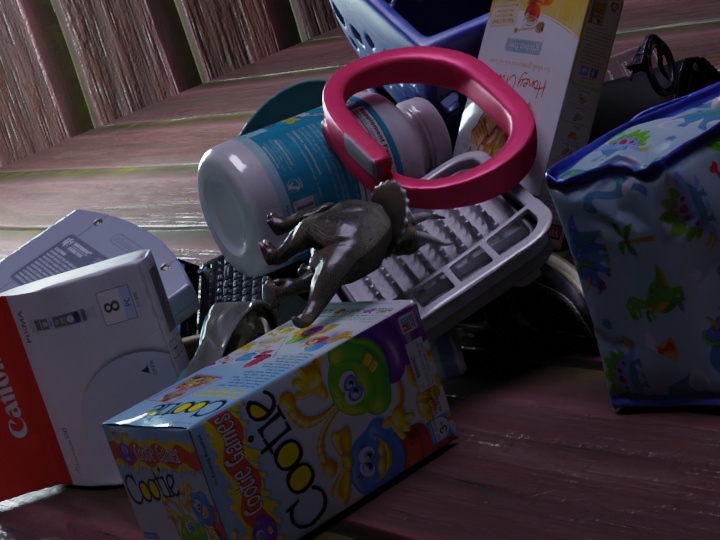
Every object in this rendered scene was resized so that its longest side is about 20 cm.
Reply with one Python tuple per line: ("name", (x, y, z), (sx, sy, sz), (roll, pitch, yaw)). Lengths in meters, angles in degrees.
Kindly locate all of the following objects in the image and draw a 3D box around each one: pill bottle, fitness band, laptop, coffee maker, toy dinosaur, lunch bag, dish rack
("pill bottle", (-0.025, -0.078, 1.548), (0.199, 0.112, 0.111), (-22, 14, -26))
("fitness band", (0.052, -0.112, 1.466), (0.143, 0.038, 0.200), (-18, 38, -17))
("laptop", (-0.138, 0.011, 1.609), (0.199, 0.103, 0.178), (-25, 37, 18))
("coffee maker", (0.203, -0.106, 1.568), (0.199, 0.193, 0.135), (-10, 32, 38))
("toy dinosaur", (-0.014, -0.019, 1.322), (0.102, 0.077, 0.200), (-24, 4, 19))
("lunch bag", (0.231, -0.025, 1.250), (0.127, 0.171, 0.199), (-3, 21, 47))
("dish rack", (0.056, -0.007, 1.429), (0.171, 0.044, 0.200), (-35, 26, -1))

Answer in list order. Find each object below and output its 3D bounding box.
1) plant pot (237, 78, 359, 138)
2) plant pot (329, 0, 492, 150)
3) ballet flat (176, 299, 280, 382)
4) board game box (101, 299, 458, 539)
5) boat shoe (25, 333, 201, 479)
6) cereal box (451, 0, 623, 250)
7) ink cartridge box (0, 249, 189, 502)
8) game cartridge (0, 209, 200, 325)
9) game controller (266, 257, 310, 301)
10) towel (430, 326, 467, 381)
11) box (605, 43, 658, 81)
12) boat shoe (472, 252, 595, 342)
("plant pot", (-0.015, -0.060, 1.751), (0.199, 0.202, 0.134), (-7, -18, 40))
("plant pot", (0.099, -0.210, 1.697), (0.199, 0.181, 0.200), (-27, 45, -15))
("ballet flat", (-0.097, 0.083, 1.392), (0.063, 0.068, 0.200), (-8, 30, 14))
("board game box", (-0.050, 0.106, 1.248), (0.199, 0.104, 0.104), (-28, 15, -37))
("boat shoe", (-0.176, 0.100, 1.518), (0.199, 0.073, 0.065), (-26, 16, -8))
("cereal box", (0.132, -0.126, 1.508), (0.039, 0.202, 0.144), (13, 3, -29))
("ink cartridge box", (-0.226, 0.089, 1.430), (0.198, 0.161, 0.047), (-16, 12, 9))
("game cartridge", (-0.219, 0.016, 1.559), (0.133, 0.041, 0.200), (-39, 38, -17))
("game controller", (0.000, 0.000, 1.565), (0.199, 0.042, 0.104), (31, 56, 35))
("towel", (-0.018, 0.077, 1.430), (0.199, 0.024, 0.147), (-24, 25, 4))
("box", (0.206, -0.146, 1.892), (0.199, 0.075, 0.100), (-19, -21, -4))
("boat shoe", (0.123, 0.025, 1.436), (0.065, 0.073, 0.200), (-39, 20, -12))
